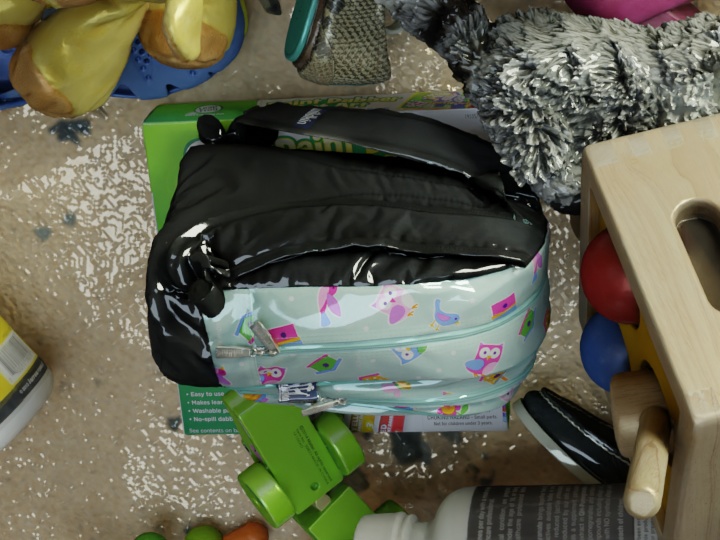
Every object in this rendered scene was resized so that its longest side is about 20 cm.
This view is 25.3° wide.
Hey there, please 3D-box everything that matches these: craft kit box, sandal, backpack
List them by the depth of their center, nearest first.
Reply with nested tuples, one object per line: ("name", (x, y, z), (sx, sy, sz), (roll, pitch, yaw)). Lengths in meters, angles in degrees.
("backpack", (0.000, 0.000, 0.834), (0.199, 0.167, 0.127), (1, 131, 4))
("sandal", (-0.160, -0.122, 0.879), (0.199, 0.087, 0.080), (-8, 108, 9))
("craft kit box", (-0.015, -0.002, 0.929), (0.199, 0.049, 0.199), (-2, 108, 9))

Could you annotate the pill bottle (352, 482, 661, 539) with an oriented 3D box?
("pill bottle", (0.099, 0.172, 0.869), (0.199, 0.111, 0.111), (-3, 111, 13))

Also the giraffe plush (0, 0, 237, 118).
("giraffe plush", (-0.111, -0.161, 0.746), (0.200, 0.162, 0.173), (-37, 107, 5))

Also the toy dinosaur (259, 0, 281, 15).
("toy dinosaur", (-0.067, -0.235, 0.842), (0.088, 0.048, 0.201), (12, 118, -2))

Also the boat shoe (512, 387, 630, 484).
("boat shoe", (0.182, 0.117, 0.931), (0.199, 0.075, 0.066), (36, 102, -1))

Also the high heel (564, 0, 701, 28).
("high heel", (0.191, -0.188, 0.814), (0.096, 0.067, 0.200), (40, 125, -19))

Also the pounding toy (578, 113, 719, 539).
("pounding toy", (0.160, 0.048, 0.754), (0.141, 0.201, 0.184), (-14, 146, -2))

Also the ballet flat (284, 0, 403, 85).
("ballet flat", (0.011, -0.194, 0.836), (0.075, 0.068, 0.201), (7, 101, -15))

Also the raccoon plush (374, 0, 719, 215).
("raccoon plush", (0.113, -0.114, 0.787), (0.200, 0.097, 0.134), (35, 124, -27))

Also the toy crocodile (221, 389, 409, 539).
("toy crocodile", (-0.020, 0.139, 0.943), (0.067, 0.062, 0.200), (-40, 116, -14))

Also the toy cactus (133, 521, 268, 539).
("toy cactus", (-0.117, 0.240, 1.020), (0.199, 0.102, 0.166), (-7, 121, 0))

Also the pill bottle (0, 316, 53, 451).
("pill bottle", (-0.284, 0.030, 0.941), (0.112, 0.112, 0.200), (-37, 102, 19))

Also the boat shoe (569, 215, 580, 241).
("boat shoe", (0.207, -0.064, 0.869), (0.199, 0.063, 0.073), (-20, 133, 18))
